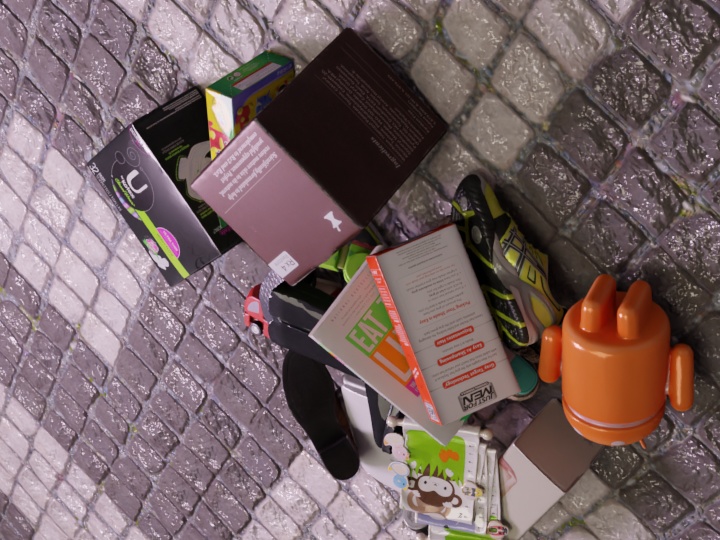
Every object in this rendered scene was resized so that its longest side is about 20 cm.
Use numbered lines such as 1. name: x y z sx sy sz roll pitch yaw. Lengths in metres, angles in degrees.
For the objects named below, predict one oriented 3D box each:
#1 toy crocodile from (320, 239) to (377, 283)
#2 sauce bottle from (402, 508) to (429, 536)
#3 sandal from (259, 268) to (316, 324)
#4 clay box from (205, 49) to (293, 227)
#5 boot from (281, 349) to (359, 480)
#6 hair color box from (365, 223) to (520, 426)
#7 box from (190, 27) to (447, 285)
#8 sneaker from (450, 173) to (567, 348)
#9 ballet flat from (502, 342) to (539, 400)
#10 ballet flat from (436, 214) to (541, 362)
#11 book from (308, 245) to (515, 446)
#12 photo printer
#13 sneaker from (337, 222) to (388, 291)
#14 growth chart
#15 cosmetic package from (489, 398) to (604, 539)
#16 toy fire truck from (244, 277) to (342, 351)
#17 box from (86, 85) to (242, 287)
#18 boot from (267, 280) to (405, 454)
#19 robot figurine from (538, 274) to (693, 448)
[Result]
1. toy crocodile: -0.032 -0.021 1.630 0.199 0.062 0.068 17 176 4
2. sauce bottle: 0.106 0.341 1.792 0.066 0.066 0.200 20 165 33
3. sandal: -0.078 0.005 1.739 0.076 0.043 0.201 48 138 27
4. clay box: -0.128 -0.151 1.676 0.047 0.115 0.201 23 134 29
5. boot: -0.054 0.179 1.855 0.189 0.068 0.200 59 178 -5
6. hair color box: 0.091 0.059 1.527 0.061 0.101 0.201 176 72 -79
7. box: -0.044 -0.126 1.533 0.164 0.200 0.166 45 141 -7
8. sneaker: 0.162 -0.014 1.542 0.075 0.076 0.201 -32 76 63
9. ballet flat: 0.130 0.079 1.647 0.200 0.068 0.067 51 168 4
10. ballet flat: 0.150 0.024 1.595 0.200 0.046 0.067 55 140 -4
11. book: 0.058 0.085 1.573 0.200 0.134 0.048 39 173 -7
12. photo printer: 0.066 0.219 1.790 0.166 0.069 0.201 18 139 31
13. sneaker: 0.000 0.000 1.694 0.200 0.081 0.074 45 140 8
14. growth chart: 0.104 0.255 1.645 0.144 0.018 0.201 -2 120 18
15. cosmetic package: 0.199 0.258 1.684 0.087 0.103 0.200 43 139 9
16. toy fire truck: -0.071 0.051 1.827 0.200 0.049 0.142 27 135 28
17. box: -0.230 -0.107 1.801 0.200 0.124 0.148 56 141 -4
18. boot: -0.026 0.115 1.679 0.199 0.066 0.166 21 116 20
19. robot figurine: 0.275 0.105 1.482 0.117 0.143 0.201 -114 15 -55
